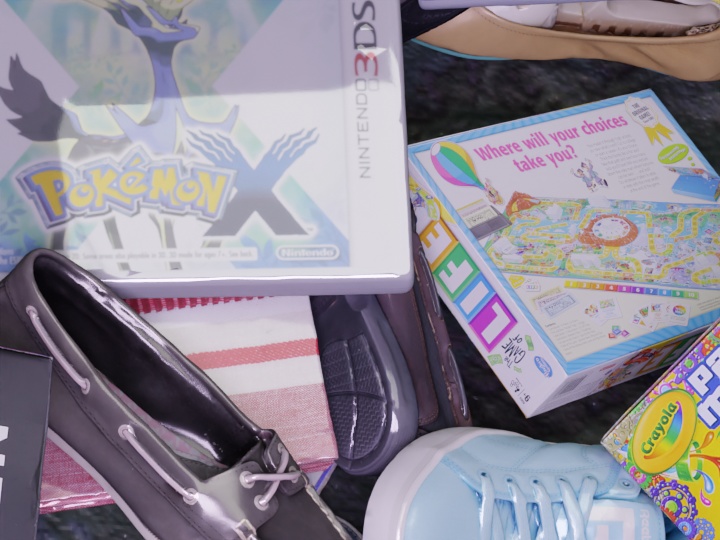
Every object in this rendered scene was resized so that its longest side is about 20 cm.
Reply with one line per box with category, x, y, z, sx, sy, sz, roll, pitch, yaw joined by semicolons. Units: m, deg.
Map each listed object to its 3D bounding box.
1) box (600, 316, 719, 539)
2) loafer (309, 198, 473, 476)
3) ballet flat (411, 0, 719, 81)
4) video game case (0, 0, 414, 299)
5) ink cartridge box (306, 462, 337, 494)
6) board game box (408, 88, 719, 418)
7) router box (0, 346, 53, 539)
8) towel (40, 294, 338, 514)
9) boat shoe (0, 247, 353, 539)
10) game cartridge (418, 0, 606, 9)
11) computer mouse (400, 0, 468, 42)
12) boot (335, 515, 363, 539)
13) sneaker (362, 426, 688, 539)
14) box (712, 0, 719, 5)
box;0.243;0.090;1.176;0.193;0.122;0.200;48;24;14
loafer;0.000;0.000;1.185;0.063;0.072;0.200;8;58;-41
ballet flat;0.111;-0.143;1.369;0.200;0.063;0.069;5;57;-17
video game case;-0.080;-0.075;1.153;0.200;0.022;0.183;-1;68;-3
ink cartridge box;-0.075;0.006;1.211;0.200;0.043;0.198;31;52;3
board game box;0.111;-0.014;1.267;0.200;0.034;0.135;-15;64;-47
router box;-0.164;0.148;1.018;0.051;0.149;0.200;11;54;-15
towel;-0.096;0.002;1.149;0.144;0.023;0.200;-7;71;-9
boat shoe;-0.074;0.067;1.073;0.200;0.057;0.067;36;31;10
game cartridge;0.091;-0.210;1.307;0.133;0.041;0.200;-4;53;6
computer mouse;0.032;-0.156;1.326;0.200;0.053;0.139;-25;56;-13
boot;-0.058;0.150;1.092;0.073;0.090;0.200;45;54;12
sneaker;0.085;0.103;1.136;0.200;0.082;0.074;-5;95;-50
box;0.168;-0.184;1.360;0.075;0.050;0.200;-1;24;-29
